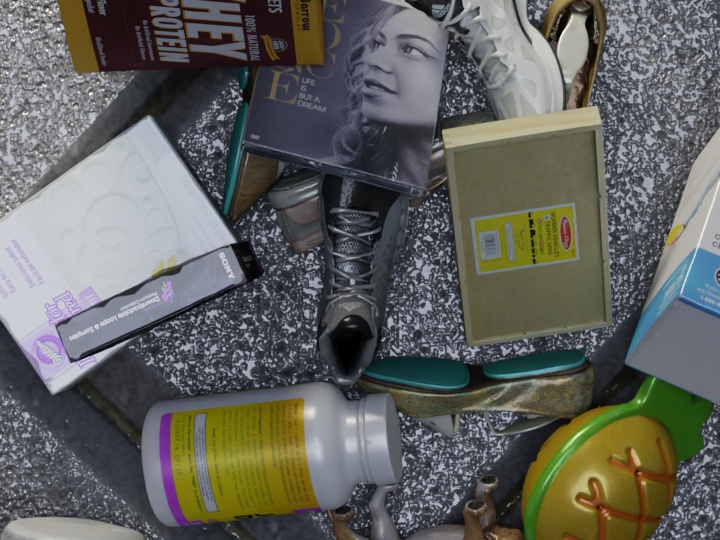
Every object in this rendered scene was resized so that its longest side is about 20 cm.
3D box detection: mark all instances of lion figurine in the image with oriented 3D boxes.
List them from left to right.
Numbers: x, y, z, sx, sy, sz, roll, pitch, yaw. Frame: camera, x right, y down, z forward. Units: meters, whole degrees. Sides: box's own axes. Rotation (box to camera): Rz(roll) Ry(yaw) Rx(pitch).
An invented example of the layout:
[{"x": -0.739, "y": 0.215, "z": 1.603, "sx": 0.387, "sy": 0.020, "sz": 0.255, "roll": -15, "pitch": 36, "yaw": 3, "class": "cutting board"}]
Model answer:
[{"x": 0.061, "y": 0.235, "z": 1.602, "sx": 0.199, "sy": 0.073, "sz": 0.123, "roll": 2, "pitch": 119, "yaw": 15, "class": "lion figurine"}]

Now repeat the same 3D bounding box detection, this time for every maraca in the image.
[{"x": 0.210, "y": 0.161, "z": 1.574, "sx": 0.200, "sy": 0.137, "sz": 0.107, "roll": -43, "pitch": 47, "yaw": -10, "class": "maraca"}]

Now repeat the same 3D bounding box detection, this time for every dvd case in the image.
[{"x": -0.007, "y": -0.157, "z": 1.548, "sx": 0.148, "sy": 0.016, "sz": 0.201, "roll": 14, "pitch": 53, "yaw": -6, "class": "dvd case"}]

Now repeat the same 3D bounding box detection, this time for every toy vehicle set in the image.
[{"x": 0.136, "y": -0.032, "z": 1.558, "sx": 0.123, "sy": 0.027, "sz": 0.201, "roll": -8, "pitch": 126, "yaw": 0, "class": "toy vehicle set"}]

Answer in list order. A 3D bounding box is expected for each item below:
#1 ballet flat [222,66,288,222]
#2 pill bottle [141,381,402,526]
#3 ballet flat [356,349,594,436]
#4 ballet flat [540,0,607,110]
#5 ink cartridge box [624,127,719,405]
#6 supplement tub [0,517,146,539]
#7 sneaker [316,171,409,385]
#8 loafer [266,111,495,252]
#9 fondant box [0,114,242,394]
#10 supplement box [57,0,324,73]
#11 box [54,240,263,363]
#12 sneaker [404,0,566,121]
[{"x": -0.073, "y": -0.138, "z": 1.597, "sx": 0.072, "sy": 0.068, "sz": 0.201, "roll": 4, "pitch": 81, "yaw": -12, "class": "ballet flat"}, {"x": -0.070, "y": 0.147, "z": 1.568, "sx": 0.199, "sy": 0.104, "sz": 0.105, "roll": -7, "pitch": 91, "yaw": 10, "class": "pill bottle"}, {"x": 0.095, "y": 0.105, "z": 1.600, "sx": 0.199, "sy": 0.071, "sz": 0.071, "roll": -3, "pitch": 91, "yaw": 1, "class": "ballet flat"}, {"x": 0.157, "y": -0.136, "z": 1.592, "sx": 0.068, "sy": 0.063, "sz": 0.201, "roll": 11, "pitch": 91, "yaw": -1, "class": "ballet flat"}, {"x": 0.321, "y": -0.008, "z": 1.517, "sx": 0.146, "sy": 0.146, "sz": 0.201, "roll": 23, "pitch": 65, "yaw": 0, "class": "ink cartridge box"}, {"x": -0.242, "y": 0.309, "z": 1.576, "sx": 0.122, "sy": 0.123, "sz": 0.201, "roll": 6, "pitch": 91, "yaw": 1, "class": "supplement tub"}, {"x": 0.000, "y": 0.000, "z": 1.535, "sx": 0.075, "sy": 0.116, "sz": 0.201, "roll": 2, "pitch": 114, "yaw": 0, "class": "sneaker"}, {"x": 0.024, "y": -0.073, "z": 1.600, "sx": 0.199, "sy": 0.072, "sz": 0.063, "roll": -18, "pitch": 107, "yaw": 7, "class": "loafer"}, {"x": -0.211, "y": -0.013, "z": 1.603, "sx": 0.200, "sy": 0.058, "sz": 0.145, "roll": -35, "pitch": 91, "yaw": 2, "class": "fondant box"}, {"x": -0.130, "y": -0.274, "z": 1.518, "sx": 0.199, "sy": 0.133, "sz": 0.198, "roll": -2, "pitch": 57, "yaw": 1, "class": "supplement box"}, {"x": -0.148, "y": 0.021, "z": 1.476, "sx": 0.142, "sy": 0.200, "sz": 0.036, "roll": -25, "pitch": 92, "yaw": 1, "class": "box"}, {"x": 0.088, "y": -0.184, "z": 1.549, "sx": 0.115, "sy": 0.076, "sz": 0.202, "roll": 0, "pitch": 67, "yaw": -38, "class": "sneaker"}]
